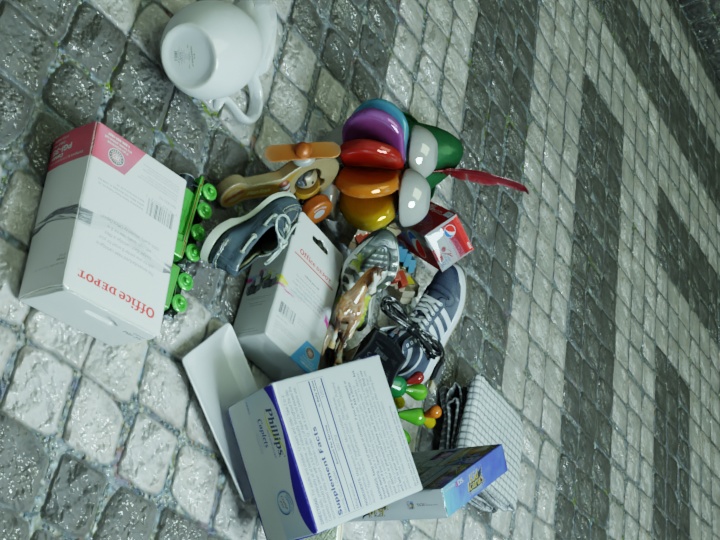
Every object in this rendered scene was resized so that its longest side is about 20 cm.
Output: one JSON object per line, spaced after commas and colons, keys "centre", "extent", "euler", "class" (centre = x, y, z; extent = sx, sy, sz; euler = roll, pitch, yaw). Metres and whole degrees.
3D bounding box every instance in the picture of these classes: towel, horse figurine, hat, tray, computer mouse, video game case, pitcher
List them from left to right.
{"centre": [-0.178, -0.269, 1.405], "extent": [0.200, 0.119, 0.175], "euler": [-44, 131, -64], "class": "pitcher"}
{"centre": [-0.162, 0.179, 1.349], "extent": [0.107, 0.022, 0.203], "euler": [-39, 112, -53], "class": "tray"}
{"centre": [-0.024, 0.081, 1.487], "extent": [0.049, 0.201, 0.134], "euler": [20, 62, -1], "class": "horse figurine"}
{"centre": [0.046, 0.146, 1.549], "extent": [0.140, 0.046, 0.201], "euler": [41, 46, -12], "class": "computer mouse"}
{"centre": [0.092, 0.307, 1.541], "extent": [0.199, 0.179, 0.046], "euler": [-17, 93, -56], "class": "video game case"}
{"centre": [0.157, -0.208, 1.810], "extent": [0.199, 0.174, 0.169], "euler": [13, 69, -53], "class": "hat"}
{"centre": [0.197, 0.295, 1.795], "extent": [0.200, 0.084, 0.168], "euler": [45, 47, -41], "class": "towel"}

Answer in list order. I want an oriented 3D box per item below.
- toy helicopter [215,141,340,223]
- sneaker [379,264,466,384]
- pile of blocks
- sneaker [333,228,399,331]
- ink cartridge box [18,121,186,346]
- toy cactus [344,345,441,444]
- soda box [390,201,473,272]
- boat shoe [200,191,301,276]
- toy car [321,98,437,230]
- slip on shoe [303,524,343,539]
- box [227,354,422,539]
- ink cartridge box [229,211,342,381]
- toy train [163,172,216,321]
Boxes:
{"centre": [-0.108, -0.124, 1.450], "extent": [0.198, 0.133, 0.079], "euler": [-14, 61, -40], "class": "toy helicopter"}
{"centre": [0.093, 0.077, 1.669], "extent": [0.108, 0.070, 0.203], "euler": [19, 93, -47], "class": "sneaker"}
{"centre": [0.049, -0.018, 1.658], "extent": [0.200, 0.082, 0.062], "euler": [46, 2, -39], "class": "pile of blocks"}
{"centre": [0.000, 0.000, 1.537], "extent": [0.073, 0.201, 0.086], "euler": [15, 46, -14], "class": "sneaker"}
{"centre": [-0.283, -0.037, 1.185], "extent": [0.146, 0.082, 0.204], "euler": [35, 51, -46], "class": "ink cartridge box"}
{"centre": [0.030, 0.188, 1.577], "extent": [0.199, 0.102, 0.167], "euler": [-30, 90, -38], "class": "toy cactus"}
{"centre": [0.100, -0.065, 1.673], "extent": [0.063, 0.200, 0.071], "euler": [-33, 113, -8], "class": "soda box"}
{"centre": [-0.126, -0.046, 1.368], "extent": [0.061, 0.076, 0.200], "euler": [35, 28, 13], "class": "boat shoe"}
{"centre": [0.019, -0.166, 1.566], "extent": [0.151, 0.171, 0.203], "euler": [78, 20, -51], "class": "toy car"}
{"centre": [-0.049, 0.306, 1.438], "extent": [0.061, 0.073, 0.204], "euler": [38, 48, -59], "class": "slip on shoe"}
{"centre": [-0.044, 0.225, 1.347], "extent": [0.198, 0.104, 0.187], "euler": [-9, 76, -46], "class": "box"}
{"centre": [-0.096, 0.036, 1.452], "extent": [0.115, 0.067, 0.203], "euler": [47, 45, -39], "class": "ink cartridge box"}
{"centre": [-0.224, -0.034, 1.313], "extent": [0.056, 0.041, 0.203], "euler": [32, 54, -34], "class": "toy train"}
